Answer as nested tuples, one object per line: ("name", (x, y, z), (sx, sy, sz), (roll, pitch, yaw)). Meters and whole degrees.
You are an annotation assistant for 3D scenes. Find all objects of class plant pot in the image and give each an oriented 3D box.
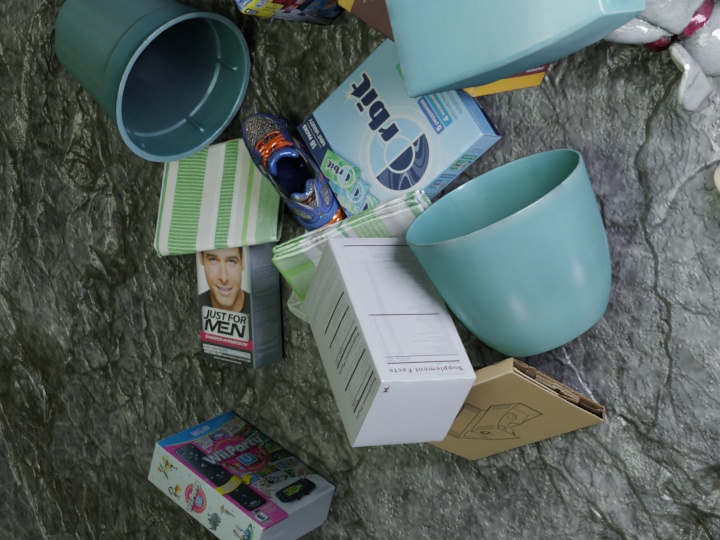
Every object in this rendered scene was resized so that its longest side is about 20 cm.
("plant pot", (0.144, -0.254, 1.238), (0.199, 0.141, 0.142), (-10, 95, 39))
("plant pot", (-0.276, -0.271, 1.728), (0.196, 0.200, 0.201), (38, 123, 35))
("plant pot", (0.169, -0.009, 1.427), (0.200, 0.201, 0.162), (-13, 111, 40))

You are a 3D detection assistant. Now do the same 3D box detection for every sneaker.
("sneaker", (-0.085, -0.130, 1.626), (0.075, 0.078, 0.200), (-41, 54, 1))

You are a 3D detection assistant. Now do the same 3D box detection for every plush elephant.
("plush elephant", (0.303, -0.247, 1.294), (0.155, 0.165, 0.200), (49, 175, -27))

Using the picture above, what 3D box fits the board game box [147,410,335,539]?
("board game box", (-0.157, 0.280, 1.791), (0.200, 0.147, 0.065), (31, 120, 28))

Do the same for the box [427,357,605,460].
("box", (0.146, 0.159, 1.518), (0.199, 0.163, 0.021), (-25, 49, 40))

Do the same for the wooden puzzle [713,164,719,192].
("wooden puzzle", (0.454, -0.066, 1.275), (0.185, 0.046, 0.201), (-43, 70, 37))

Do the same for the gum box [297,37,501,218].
("gum box", (0.039, -0.158, 1.554), (0.200, 0.044, 0.170), (-41, 68, 30))

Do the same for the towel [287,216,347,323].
("towel", (0.000, 0.000, 1.659), (0.171, 0.048, 0.201), (32, 119, 32))

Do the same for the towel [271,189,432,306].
("towel", (0.014, 0.002, 1.560), (0.199, 0.031, 0.150), (-21, 117, 21))

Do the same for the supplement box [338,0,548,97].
("supplement box", (0.117, -0.320, 1.421), (0.200, 0.132, 0.198), (38, 122, 26))

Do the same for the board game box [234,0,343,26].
("board game box", (-0.026, -0.361, 1.515), (0.200, 0.200, 0.062), (-37, 79, 24))

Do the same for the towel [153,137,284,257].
("towel", (-0.176, -0.095, 1.733), (0.199, 0.023, 0.153), (-7, 67, 32))

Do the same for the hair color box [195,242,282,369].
("hair color box", (-0.159, 0.020, 1.782), (0.099, 0.060, 0.201), (8, 106, 37))

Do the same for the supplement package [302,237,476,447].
("supplement package", (0.026, 0.074, 1.450), (0.110, 0.113, 0.201), (113, 148, -42))
